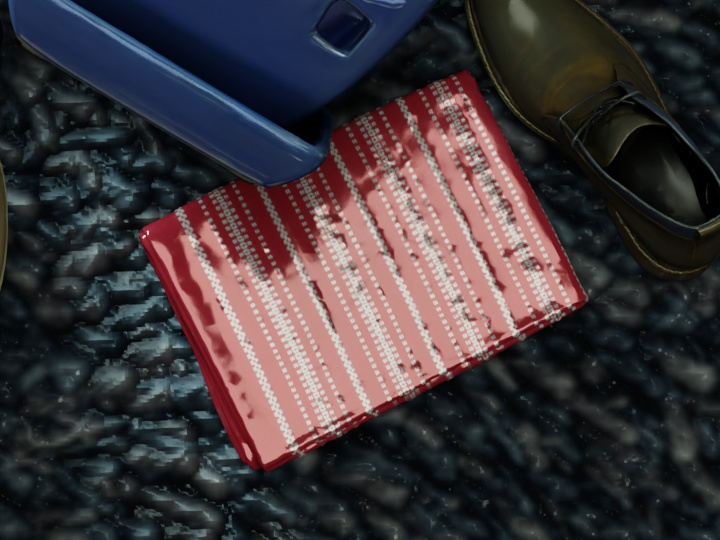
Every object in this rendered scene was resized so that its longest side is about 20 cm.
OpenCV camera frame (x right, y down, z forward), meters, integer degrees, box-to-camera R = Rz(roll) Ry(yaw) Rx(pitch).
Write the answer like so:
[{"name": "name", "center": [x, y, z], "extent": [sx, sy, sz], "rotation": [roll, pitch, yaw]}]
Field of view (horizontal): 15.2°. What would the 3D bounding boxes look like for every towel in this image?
[{"name": "towel", "center": [0.000, 0.000, 1.403], "extent": [0.199, 0.022, 0.145], "rotation": [-26, 83, -7]}]

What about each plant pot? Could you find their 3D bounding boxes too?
[{"name": "plant pot", "center": [-0.060, -0.159, 1.323], "extent": [0.199, 0.200, 0.180], "rotation": [30, 99, -5]}]

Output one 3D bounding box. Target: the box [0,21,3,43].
[{"name": "box", "center": [-0.280, -0.042, 1.275], "extent": [0.192, 0.048, 0.201], "rotation": [9, 78, 2]}]

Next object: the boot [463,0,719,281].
[{"name": "boot", "center": [0.127, -0.088, 1.381], "extent": [0.075, 0.097, 0.200], "rotation": [-38, 86, -7]}]

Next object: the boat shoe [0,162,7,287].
[{"name": "boat shoe", "center": [-0.219, 0.024, 1.360], "extent": [0.072, 0.065, 0.201], "rotation": [16, 84, -16]}]
